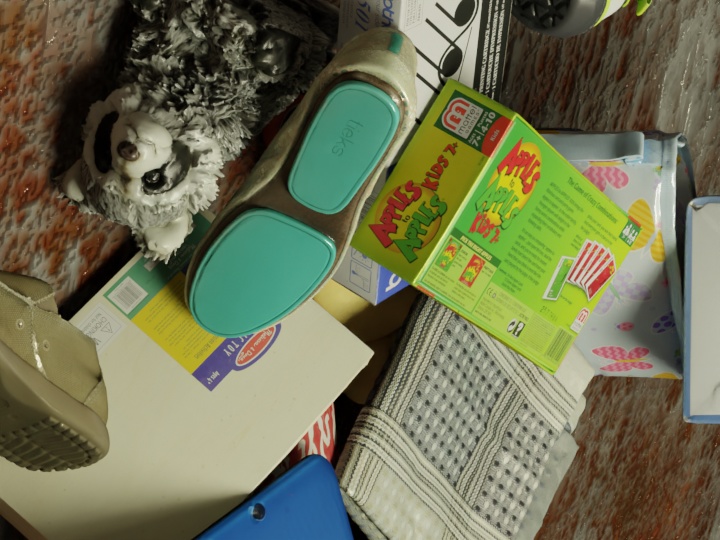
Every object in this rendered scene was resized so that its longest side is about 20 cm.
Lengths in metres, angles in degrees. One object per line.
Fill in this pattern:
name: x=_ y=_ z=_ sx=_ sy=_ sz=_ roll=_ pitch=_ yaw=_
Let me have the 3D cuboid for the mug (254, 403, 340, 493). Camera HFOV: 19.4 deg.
mug: x=-0.078 y=0.153 z=1.202 sx=0.177 sy=0.133 sz=0.201 roll=-38 pitch=138 yaw=-41

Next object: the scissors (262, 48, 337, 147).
scissors: x=-0.006 y=-0.069 z=1.260 sx=0.073 sy=0.014 sz=0.200 roll=-59 pitch=149 yaw=-11

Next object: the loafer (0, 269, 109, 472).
loafer: x=-0.187 y=0.028 z=0.995 sx=0.200 sy=0.076 sz=0.068 roll=53 pitch=29 yaw=-49

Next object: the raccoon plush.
raccoon plush: x=-0.068 y=-0.076 z=1.088 sx=0.200 sy=0.097 sz=0.134 roll=3 pitch=118 yaw=-59

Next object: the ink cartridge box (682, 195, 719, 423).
ink cartridge box: x=0.251 y=0.021 z=1.320 sx=0.200 sy=0.076 sz=0.137 roll=-5 pitch=96 yaw=-72

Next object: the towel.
towel: x=0.070 y=0.100 z=1.258 sx=0.200 sy=0.034 sz=0.193 roll=52 pitch=55 yaw=-44

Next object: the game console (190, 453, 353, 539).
game console: x=-0.082 y=0.216 z=1.097 sx=0.171 sy=0.118 sz=0.200 roll=-45 pitch=171 yaw=38

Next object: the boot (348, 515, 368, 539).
boot: x=-0.043 y=0.237 z=1.385 sx=0.200 sy=0.070 sz=0.132 roll=-38 pitch=148 yaw=-30

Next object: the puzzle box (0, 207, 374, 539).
puzzle box: x=-0.102 y=0.071 z=1.099 sx=0.200 sy=0.133 sz=0.025 roll=-46 pitch=174 yaw=-27

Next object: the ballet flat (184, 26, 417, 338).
ballet flat: x=-0.024 y=-0.042 z=1.063 sx=0.200 sy=0.067 sz=0.062 roll=-50 pitch=-166 yaw=38

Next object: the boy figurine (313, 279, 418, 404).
boy figurine: x=0.000 y=0.000 z=1.251 sx=0.124 sy=0.064 sz=0.200 roll=-26 pitch=143 yaw=-16

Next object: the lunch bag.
lunch bag: x=0.130 y=-0.025 z=1.332 sx=0.200 sy=0.169 sz=0.128 roll=67 pitch=26 yaw=-54

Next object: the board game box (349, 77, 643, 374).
board game box: x=0.079 y=-0.019 z=1.146 sx=0.102 sy=0.048 sz=0.200 roll=-59 pitch=149 yaw=0

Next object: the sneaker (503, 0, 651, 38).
sneaker: x=0.077 y=-0.205 z=1.125 sx=0.083 sy=0.200 sz=0.072 roll=-30 pitch=168 yaw=-38

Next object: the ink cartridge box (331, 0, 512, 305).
ink cartridge box: x=0.031 y=-0.088 z=1.108 sx=0.094 sy=0.044 sz=0.201 roll=-31 pitch=139 yaw=-38
